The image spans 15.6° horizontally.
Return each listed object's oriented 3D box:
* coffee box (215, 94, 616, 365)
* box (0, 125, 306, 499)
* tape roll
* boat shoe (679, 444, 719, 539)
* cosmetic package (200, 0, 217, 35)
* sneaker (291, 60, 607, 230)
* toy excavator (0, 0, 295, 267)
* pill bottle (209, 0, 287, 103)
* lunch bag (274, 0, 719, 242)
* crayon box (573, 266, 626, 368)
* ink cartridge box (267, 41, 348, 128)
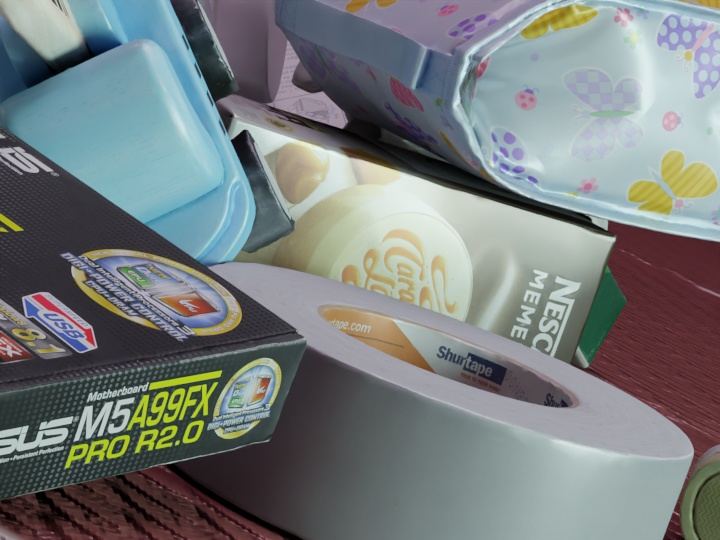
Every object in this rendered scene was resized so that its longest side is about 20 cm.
[{"bbox_3d":[0.000,0.000,1.179,0.200,0.114,0.080,15,9,-26],"label":"coffee box"},{"bbox_3d":[-0.143,0.001,0.881,0.200,0.044,0.160,34,26,32],"label":"box"},{"bbox_3d":[0.023,0.061,0.996,0.200,0.066,0.200,20,8,-3],"label":"tape roll"},{"bbox_3d":[0.237,0.116,1.117,0.200,0.075,0.068,20,13,10],"label":"boat shoe"},{"bbox_3d":[-0.166,-0.100,1.202,0.200,0.052,0.151,2,-35,8],"label":"cosmetic package"},{"bbox_3d":[0.044,-0.065,1.316,0.200,0.100,0.075,44,-5,-28],"label":"sneaker"},{"bbox_3d":[-0.111,-0.084,1.002,0.100,0.195,0.200,-24,-7,2],"label":"toy excavator"},{"bbox_3d":[-0.138,-0.135,1.299,0.200,0.120,0.120,6,7,4],"label":"pill bottle"},{"bbox_3d":[0.082,-0.095,1.177,0.200,0.127,0.170,8,11,-30],"label":"lunch bag"},{"bbox_3d":[0.064,-0.028,1.472,0.126,0.052,0.200,24,-15,29],"label":"crayon box"},{"bbox_3d":[-0.087,-0.089,1.369,0.162,0.050,0.200,-11,58,-8],"label":"ink cartridge box"}]
